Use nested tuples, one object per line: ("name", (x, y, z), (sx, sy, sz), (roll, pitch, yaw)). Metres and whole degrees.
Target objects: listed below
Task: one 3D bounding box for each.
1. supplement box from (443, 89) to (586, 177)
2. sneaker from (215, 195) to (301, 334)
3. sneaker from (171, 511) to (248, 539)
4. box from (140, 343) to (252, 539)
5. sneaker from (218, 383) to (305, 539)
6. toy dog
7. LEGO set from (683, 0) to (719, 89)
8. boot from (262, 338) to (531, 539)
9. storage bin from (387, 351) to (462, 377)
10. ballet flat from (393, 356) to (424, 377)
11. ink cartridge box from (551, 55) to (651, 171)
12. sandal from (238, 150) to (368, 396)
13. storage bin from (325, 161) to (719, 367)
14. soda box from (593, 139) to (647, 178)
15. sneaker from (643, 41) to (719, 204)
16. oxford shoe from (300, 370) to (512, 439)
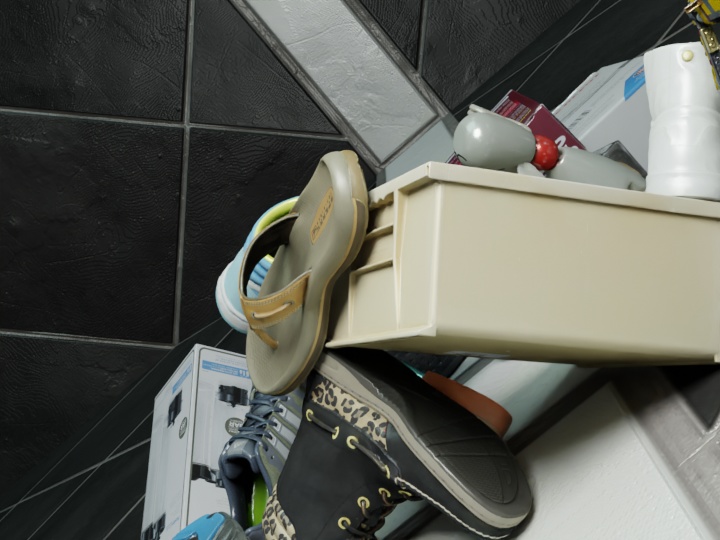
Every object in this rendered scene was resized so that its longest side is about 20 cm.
("supplement box", (0.136, -0.104, 1.070), (0.109, 0.061, 0.200), (-47, 8, 10))
("sneaker", (0.000, 0.000, 0.867), (0.199, 0.080, 0.131), (-1, -28, -20))
("sneaker", (-0.063, 0.233, 0.766), (0.073, 0.082, 0.200), (-35, 27, -10))
("box", (-0.141, 0.180, 0.999), (0.117, 0.060, 0.201), (-47, 35, 47))
("sneaker", (-0.068, 0.132, 0.905), (0.074, 0.081, 0.201), (-17, 63, 30))
("toy dog", (0.155, -0.049, 0.895), (0.132, 0.199, 0.097), (-78, 9, -80))
("LEGO set", (0.271, -0.130, 0.678), (0.154, 0.200, 0.116), (-48, 7, -8))
("boot", (0.013, 0.149, 0.757), (0.073, 0.200, 0.151), (3, -64, -46))
("storage bin", (-0.009, 0.106, 1.066), (0.200, 0.094, 0.135), (-45, 9, -28))
("ballet flat", (0.000, 0.080, 0.952), (0.075, 0.200, 0.068), (-50, -28, 2))
("ink cartridge box", (0.253, -0.137, 1.155), (0.145, 0.084, 0.200), (-43, 9, -4))
("sandal", (-0.049, 0.002, 0.744), (0.054, 0.081, 0.200), (-1, -40, -25))
("storage bin", (0.095, 0.007, 0.726), (0.198, 0.199, 0.094), (165, 110, -70))
("soda box", (0.169, -0.020, 0.977), (0.200, 0.071, 0.063), (-45, 6, -25))
("sneaker", (0.226, -0.088, 0.759), (0.073, 0.116, 0.200), (1, -5, 18))
("oxford shoe", (0.010, 0.101, 0.840), (0.199, 0.071, 0.073), (16, 72, 40))
